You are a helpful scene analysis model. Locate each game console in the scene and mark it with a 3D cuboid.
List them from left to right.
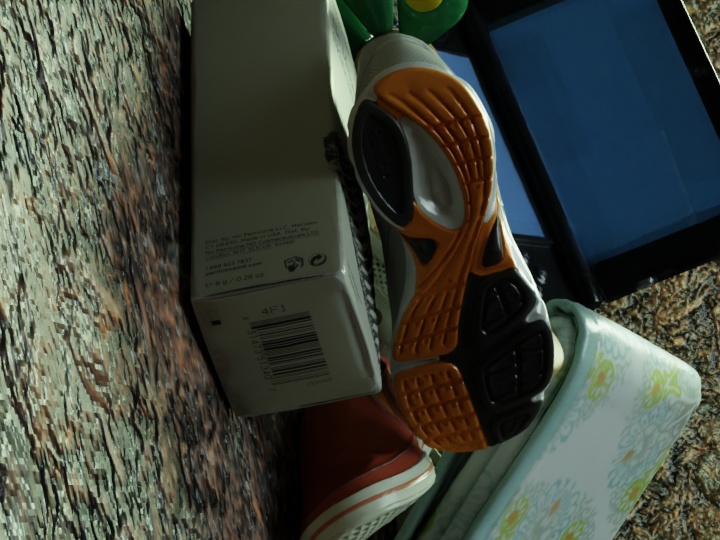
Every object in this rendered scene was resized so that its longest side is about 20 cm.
[{"bbox_3d":[0.097,-0.086,1.298,0.175,0.116,0.201,6,56,-51],"label":"game console"}]

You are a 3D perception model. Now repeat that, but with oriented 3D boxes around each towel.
[{"bbox_3d":[0.092,0.118,1.328,0.048,0.201,0.171,35,5,29],"label":"towel"}]

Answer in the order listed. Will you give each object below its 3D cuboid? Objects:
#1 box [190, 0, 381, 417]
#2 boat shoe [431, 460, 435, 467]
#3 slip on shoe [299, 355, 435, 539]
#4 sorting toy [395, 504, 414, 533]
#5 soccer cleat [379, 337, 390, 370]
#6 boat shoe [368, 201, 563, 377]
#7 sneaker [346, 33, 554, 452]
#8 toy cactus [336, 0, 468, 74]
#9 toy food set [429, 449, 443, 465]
[{"bbox_3d":[-0.035,-0.037,1.104,0.082,0.068,0.201,72,10,-45],"label":"box"},{"bbox_3d":[0.075,0.115,1.610,0.201,0.076,0.072,62,14,12],"label":"boat shoe"},{"bbox_3d":[-0.004,0.086,1.179,0.061,0.074,0.200,53,13,-7],"label":"slip on shoe"},{"bbox_3d":[0.084,0.246,1.498,0.200,0.069,0.200,64,16,-58],"label":"sorting toy"},{"bbox_3d":[0.000,0.000,1.348,0.070,0.086,0.200,36,7,-26],"label":"soccer cleat"},{"bbox_3d":[0.006,0.004,1.198,0.200,0.069,0.071,45,24,22],"label":"boat shoe"},{"bbox_3d":[0.039,-0.015,1.111,0.092,0.075,0.201,-99,180,-62],"label":"sneaker"},{"bbox_3d":[0.003,-0.126,1.204,0.102,0.199,0.166,-33,108,-44],"label":"toy cactus"},{"bbox_3d":[0.068,0.078,1.440,0.200,0.060,0.144,52,7,-36],"label":"toy food set"}]
